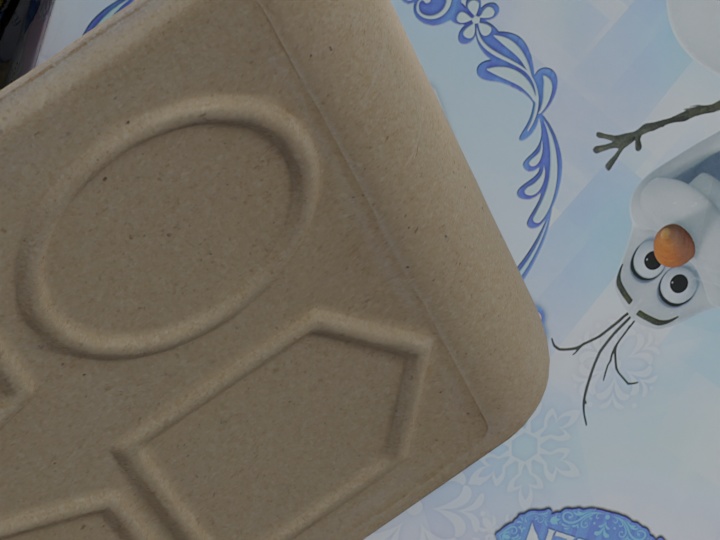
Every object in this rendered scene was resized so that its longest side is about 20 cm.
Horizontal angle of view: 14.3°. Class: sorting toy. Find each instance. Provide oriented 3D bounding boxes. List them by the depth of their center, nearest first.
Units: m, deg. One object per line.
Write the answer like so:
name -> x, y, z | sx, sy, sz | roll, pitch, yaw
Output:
sorting toy -> -0.061, 0.028, 0.600 | 0.036, 0.200, 0.185 | 47, -8, 37

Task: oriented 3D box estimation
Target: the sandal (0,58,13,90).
sandal -> -0.014, -0.067, 0.746 | 0.200, 0.054, 0.080 | -24, 55, -29

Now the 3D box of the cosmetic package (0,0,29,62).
cosmetic package -> -0.040, -0.123, 0.838 | 0.200, 0.081, 0.113 | -7, 50, -46

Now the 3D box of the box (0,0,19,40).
box -> -0.152, -0.132, 0.670 | 0.049, 0.160, 0.200 | -35, 89, -18

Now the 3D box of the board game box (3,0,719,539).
board game box -> 0.014, -0.026, 0.687 | 0.200, 0.043, 0.199 | 16, 97, -15
